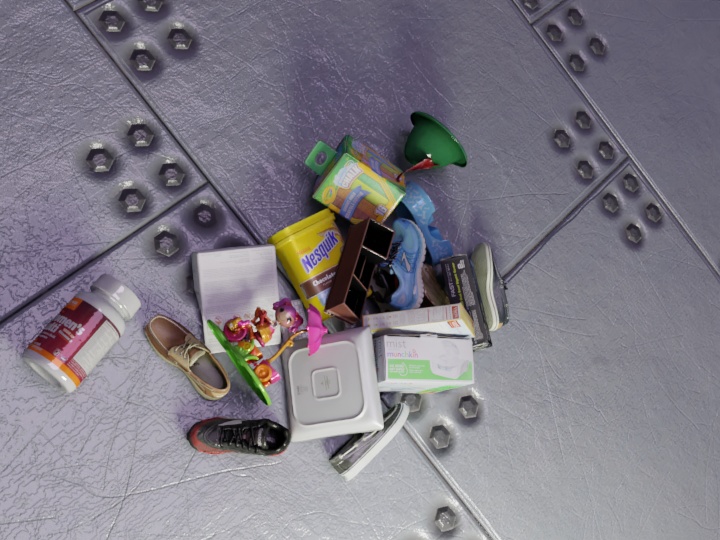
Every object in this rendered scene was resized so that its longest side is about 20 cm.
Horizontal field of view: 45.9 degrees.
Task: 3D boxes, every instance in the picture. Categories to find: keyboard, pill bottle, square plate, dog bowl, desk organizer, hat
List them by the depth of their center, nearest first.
[{"bbox_3d":[-0.489,0.108,1.505,0.110,0.110,0.200,40,63,-9],"label":"pill bottle"},{"bbox_3d":[-0.062,0.221,1.644,0.028,0.198,0.200,25,55,-66],"label":"square plate"},{"bbox_3d":[0.000,0.000,1.691,0.072,0.077,0.200,27,64,-22],"label":"desk organizer"},{"bbox_3d":[-0.124,0.159,1.717,0.056,0.011,0.200,-10,79,-27],"label":"keyboard"},{"bbox_3d":[0.132,-0.095,1.839,0.050,0.111,0.200,-33,114,-14],"label":"dog bowl"},{"bbox_3d":[0.118,-0.237,1.878,0.166,0.200,0.176,36,80,35],"label":"hat"}]

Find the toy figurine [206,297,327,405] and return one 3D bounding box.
[{"bbox_3d":[-0.161,0.123,1.617,0.184,0.150,0.200,-36,78,-16],"label":"toy figurine"}]

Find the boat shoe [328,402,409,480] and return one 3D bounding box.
[{"bbox_3d":[0.019,0.328,1.701,0.064,0.071,0.200,49,63,-6],"label":"boat shoe"}]

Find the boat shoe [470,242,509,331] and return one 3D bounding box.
[{"bbox_3d":[0.294,0.035,1.915,0.062,0.075,0.200,-5,82,-31],"label":"boat shoe"}]

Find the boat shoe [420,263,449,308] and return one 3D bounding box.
[{"bbox_3d":[0.129,0.018,1.847,0.065,0.071,0.200,-39,101,-35],"label":"boat shoe"}]

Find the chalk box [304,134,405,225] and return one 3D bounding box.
[{"bbox_3d":[-0.020,-0.192,1.778,0.200,0.124,0.124,31,24,-14],"label":"chalk box"}]

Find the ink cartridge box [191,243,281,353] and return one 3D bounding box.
[{"bbox_3d":[-0.243,0.054,1.681,0.161,0.050,0.200,-6,97,-24],"label":"ink cartridge box"}]

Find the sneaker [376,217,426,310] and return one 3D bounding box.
[{"bbox_3d":[0.080,-0.017,1.734,0.090,0.078,0.200,11,67,-30],"label":"sneaker"}]

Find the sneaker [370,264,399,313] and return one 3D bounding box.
[{"bbox_3d":[0.082,0.065,1.806,0.083,0.081,0.200,-37,101,-51],"label":"sneaker"}]

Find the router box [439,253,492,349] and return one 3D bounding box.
[{"bbox_3d":[0.229,0.073,1.823,0.062,0.150,0.200,-15,81,11],"label":"router box"}]

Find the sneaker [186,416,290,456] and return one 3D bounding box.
[{"bbox_3d":[-0.219,0.308,1.581,0.200,0.098,0.071,8,74,-21],"label":"sneaker"}]

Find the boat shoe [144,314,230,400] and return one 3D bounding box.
[{"bbox_3d":[-0.315,0.158,1.592,0.200,0.074,0.076,45,62,-7],"label":"boat shoe"}]

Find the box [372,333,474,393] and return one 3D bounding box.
[{"bbox_3d":[0.101,0.190,1.718,0.200,0.176,0.097,5,75,-24],"label":"box"}]

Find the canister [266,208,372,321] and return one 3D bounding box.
[{"bbox_3d":[-0.080,-0.008,1.743,0.148,0.087,0.200,-29,90,-31],"label":"canister"}]

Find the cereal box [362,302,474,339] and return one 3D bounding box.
[{"bbox_3d":[0.118,0.111,1.693,0.200,0.144,0.040,-8,70,15],"label":"cereal box"}]
